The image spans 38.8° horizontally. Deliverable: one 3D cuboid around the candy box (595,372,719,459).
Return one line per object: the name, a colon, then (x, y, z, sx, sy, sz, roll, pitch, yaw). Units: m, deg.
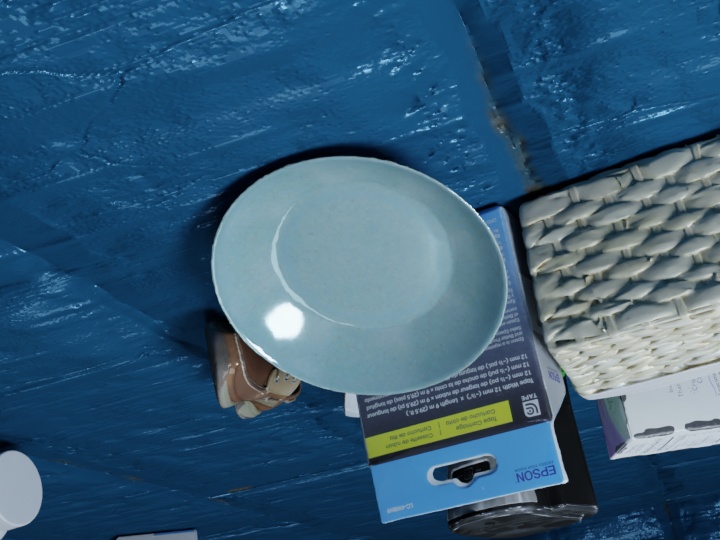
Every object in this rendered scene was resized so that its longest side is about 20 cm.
candy box: (0.288, 0.055, 0.848, 0.198, 0.169, 0.072, -7, 157, -4)

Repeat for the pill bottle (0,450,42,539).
pill bottle: (-0.456, 0.261, 1.128, 0.198, 0.112, 0.111, -17, 157, 20)

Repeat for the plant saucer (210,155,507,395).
plant saucer: (0.000, 0.000, 0.692, 0.199, 0.039, 0.202, 4, 127, 6)

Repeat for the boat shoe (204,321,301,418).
boat shoe: (-0.090, 0.082, 0.903, 0.071, 0.076, 0.200, -13, 167, 0)

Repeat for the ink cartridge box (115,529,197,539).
ink cartridge box: (-0.388, 0.541, 1.885, 0.145, 0.087, 0.200, 0, 155, -21)

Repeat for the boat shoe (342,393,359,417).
boat shoe: (0.018, 0.085, 0.940, 0.070, 0.073, 0.200, -2, 156, -5)

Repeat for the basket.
basket: (0.223, -0.005, 0.729, 0.198, 0.137, 0.123, -18, 153, 21)

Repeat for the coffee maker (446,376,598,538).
coffee maker: (0.152, 0.141, 0.961, 0.190, 0.202, 0.135, 1, 157, -24)

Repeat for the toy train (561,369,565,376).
toy train: (0.142, 0.074, 0.845, 0.041, 0.200, 0.057, -20, 112, 30)

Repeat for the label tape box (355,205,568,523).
label tape box: (0.070, 0.072, 0.757, 0.142, 0.202, 0.066, -18, 161, 21)
